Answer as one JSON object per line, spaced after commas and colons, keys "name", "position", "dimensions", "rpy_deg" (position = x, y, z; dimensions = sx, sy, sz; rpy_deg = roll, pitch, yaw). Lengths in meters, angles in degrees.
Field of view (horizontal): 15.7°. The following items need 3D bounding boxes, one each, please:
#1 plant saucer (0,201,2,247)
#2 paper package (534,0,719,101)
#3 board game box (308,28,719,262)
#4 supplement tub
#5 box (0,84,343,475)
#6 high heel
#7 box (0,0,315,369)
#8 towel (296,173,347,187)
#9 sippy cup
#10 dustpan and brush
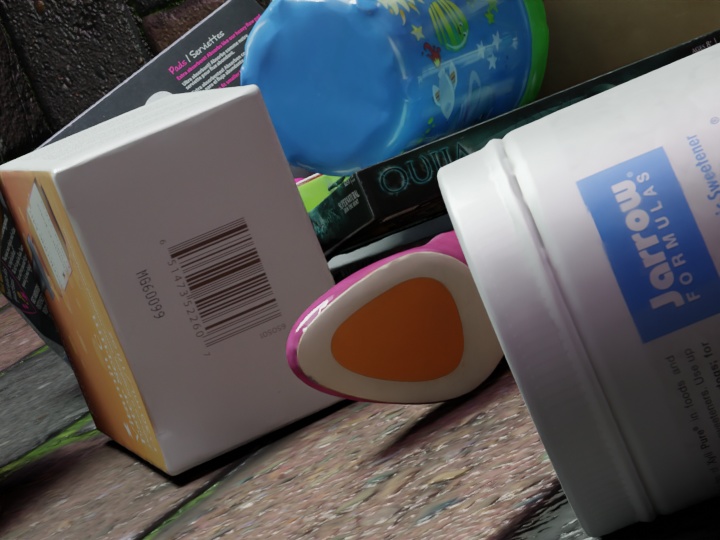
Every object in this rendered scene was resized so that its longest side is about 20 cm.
{"name": "plant saucer", "position": [-0.241, 0.048, 1.332], "dimensions": [0.048, 0.200, 0.200], "rpy_deg": [20, -36, -32]}
{"name": "paper package", "position": [0.169, -0.155, 1.396], "dimensions": [0.200, 0.191, 0.103], "rpy_deg": [-23, 13, 14]}
{"name": "board game box", "position": [0.076, -0.059, 1.258], "dimensions": [0.200, 0.028, 0.135], "rpy_deg": [-21, -3, -15]}
{"name": "supplement tub", "position": [0.138, -0.012, 0.804], "dimensions": [0.200, 0.132, 0.132], "rpy_deg": [-23, 8, 4]}
{"name": "box", "position": [-0.091, 0.001, 1.260], "dimensions": [0.106, 0.152, 0.200], "rpy_deg": [-24, 8, -13]}
{"name": "high heel", "position": [0.028, 0.011, 1.136], "dimensions": [0.200, 0.067, 0.096], "rpy_deg": [-24, 17, -37]}
{"name": "box", "position": [-0.114, -0.047, 1.518], "dimensions": [0.200, 0.115, 0.132], "rpy_deg": [-39, -5, -22]}
{"name": "towel", "position": [-0.009, -0.027, 1.501], "dimensions": [0.146, 0.030, 0.200], "rpy_deg": [-25, -11, -21]}
{"name": "sippy cup", "position": [0.010, -0.108, 1.320], "dimensions": [0.140, 0.178, 0.130], "rpy_deg": [-2, 16, 28]}
{"name": "dustpan and brush", "position": [0.000, 0.000, 1.404], "dimensions": [0.139, 0.057, 0.200], "rpy_deg": [-19, 13, -21]}
